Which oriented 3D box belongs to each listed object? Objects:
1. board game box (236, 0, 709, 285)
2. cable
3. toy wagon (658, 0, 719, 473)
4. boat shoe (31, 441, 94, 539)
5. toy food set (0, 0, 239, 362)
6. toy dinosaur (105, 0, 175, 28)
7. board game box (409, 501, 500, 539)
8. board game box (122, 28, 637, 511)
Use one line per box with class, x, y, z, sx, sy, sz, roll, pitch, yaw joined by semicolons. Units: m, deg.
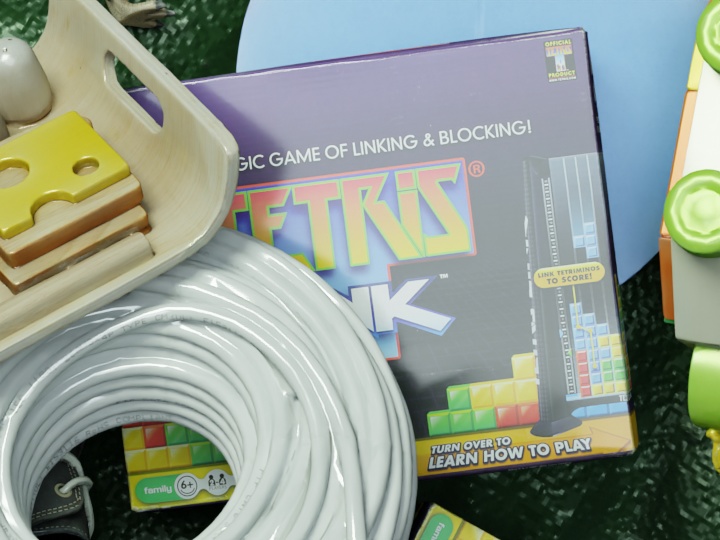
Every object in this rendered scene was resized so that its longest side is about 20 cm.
board game box;0.049;-0.074;1.022;0.199;0.039;0.159;2;92;3
cable;-0.079;0.075;0.871;0.199;0.069;0.201;7;58;7
toy wagon;0.152;-0.020;0.974;0.039;0.155;0.201;9;83;22
boat shoe;-0.128;0.097;0.942;0.067;0.072;0.200;-1;50;22
toy food set;-0.159;-0.030;0.875;0.200;0.061;0.143;-29;45;-18
toy dinosaur;-0.101;-0.157;1.018;0.199;0.058;0.101;-6;69;-8
board game box;0.050;0.219;0.986;0.165;0.057;0.200;28;82;-1
board game box;0.000;0.000;0.970;0.199;0.057;0.166;-8;93;4
